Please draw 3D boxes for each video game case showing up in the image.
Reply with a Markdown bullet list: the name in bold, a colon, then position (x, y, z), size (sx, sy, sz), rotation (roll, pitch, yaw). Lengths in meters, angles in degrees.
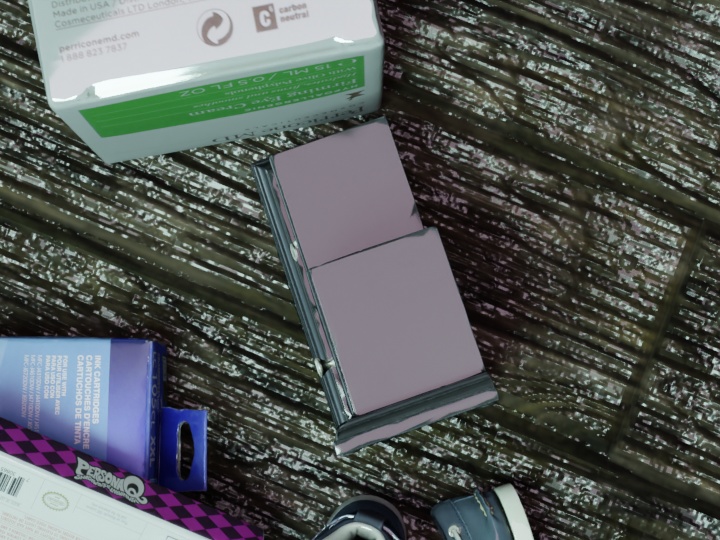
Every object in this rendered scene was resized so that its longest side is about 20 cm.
- **video game case**: position (-0.181, 0.187, 0.855), size (0.198, 0.036, 0.182), rotation (24, 116, -11)

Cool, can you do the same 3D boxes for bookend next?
- **bookend**: position (0.000, 0.000, 0.857), size (0.091, 0.200, 0.201), rotation (-18, 85, -2)

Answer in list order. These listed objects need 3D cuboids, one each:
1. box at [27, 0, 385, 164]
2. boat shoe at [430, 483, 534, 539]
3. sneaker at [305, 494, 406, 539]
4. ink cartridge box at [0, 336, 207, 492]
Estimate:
- **box**: position (-0.097, -0.192, 0.893), size (0.196, 0.171, 0.203), rotation (-11, 84, -1)
- **boat shoe**: position (0.092, 0.234, 0.893), size (0.061, 0.075, 0.203), rotation (-14, 82, -3)
- **sneaker**: position (-0.019, 0.237, 0.860), size (0.076, 0.146, 0.205), rotation (12, 85, 0)
- **ink cartridge box**: position (-0.192, 0.111, 0.910), size (0.197, 0.076, 0.138), rotation (0, 84, -1)
